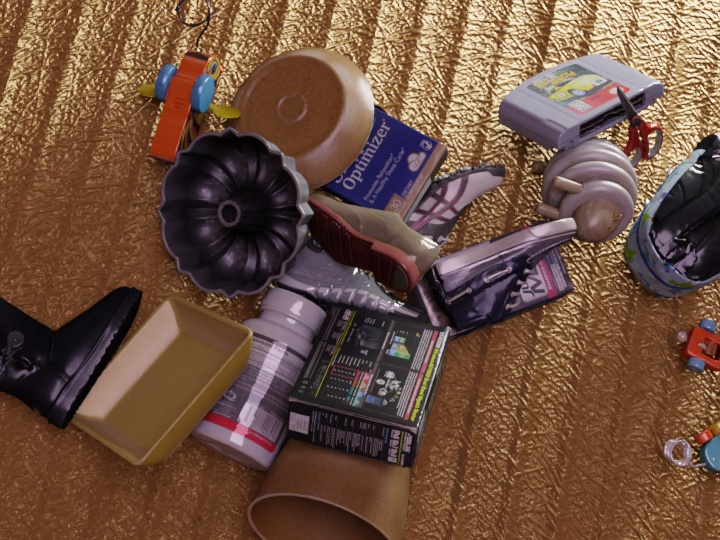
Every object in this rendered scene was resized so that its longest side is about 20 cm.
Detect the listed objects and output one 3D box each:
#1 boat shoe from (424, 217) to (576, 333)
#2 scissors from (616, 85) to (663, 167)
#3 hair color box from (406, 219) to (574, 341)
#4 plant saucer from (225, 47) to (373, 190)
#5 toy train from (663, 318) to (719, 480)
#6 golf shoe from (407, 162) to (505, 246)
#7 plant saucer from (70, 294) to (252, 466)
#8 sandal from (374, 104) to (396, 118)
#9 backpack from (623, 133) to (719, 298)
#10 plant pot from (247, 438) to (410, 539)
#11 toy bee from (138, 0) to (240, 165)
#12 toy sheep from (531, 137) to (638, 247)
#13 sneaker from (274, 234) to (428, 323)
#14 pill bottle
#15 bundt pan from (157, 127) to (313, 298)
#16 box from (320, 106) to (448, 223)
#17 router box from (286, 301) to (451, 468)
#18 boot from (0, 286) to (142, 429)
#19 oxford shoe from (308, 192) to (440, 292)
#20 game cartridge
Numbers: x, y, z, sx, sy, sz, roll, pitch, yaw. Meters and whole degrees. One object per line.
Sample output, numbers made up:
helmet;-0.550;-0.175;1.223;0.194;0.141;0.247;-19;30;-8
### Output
boat shoe;0.183;0.008;1.711;0.198;0.075;0.094;-20;86;-1
scissors;0.362;-0.197;1.807;0.073;0.201;0.014;-33;57;-7
hair color box;0.162;0.017;1.774;0.198;0.061;0.101;-20;82;-15
plant saucer;-0.082;-0.197;1.737;0.198;0.035;0.203;-6;69;15
toy train;0.455;0.175;1.806;0.149;0.056;0.202;21;71;-5
golf shoe;0.101;-0.076;1.782;0.198;0.077;0.089;-23;90;-7
plant saucer;-0.227;0.135;1.620;0.200;0.199;0.049;-50;126;-16
sandal;0.016;-0.185;1.792;0.199;0.054;0.081;38;72;-1
backpack;0.437;-0.053;1.817;0.163;0.154;0.200;48;51;-4
plant pot;-0.013;0.230;1.641;0.185;0.187;0.201;26;55;-5
toy bee;-0.201;-0.230;1.740;0.130;0.109;0.201;38;103;10
toy sheep;0.293;-0.110;1.795;0.136;0.139;0.201;13;45;-9
sneaker;0.000;0.000;1.729;0.198;0.075;0.117;16;69;3
pill bottle;-0.115;0.127;1.663;0.110;0.111;0.202;26;73;-5
bundt pan;-0.142;-0.070;1.685;0.199;0.076;0.205;2;95;24
box;-0.004;-0.147;1.741;0.199;0.032;0.122;30;81;16
router box;0.012;0.128;1.597;0.148;0.063;0.201;12;35;9
boot;-0.372;0.067;1.640;0.167;0.077;0.201;30;66;1
oxford shoe;0.009;-0.045;1.684;0.199;0.071;0.075;34;56;27
game cartridge;0.284;-0.225;1.822;0.199;0.133;0.041;-28;128;-29
